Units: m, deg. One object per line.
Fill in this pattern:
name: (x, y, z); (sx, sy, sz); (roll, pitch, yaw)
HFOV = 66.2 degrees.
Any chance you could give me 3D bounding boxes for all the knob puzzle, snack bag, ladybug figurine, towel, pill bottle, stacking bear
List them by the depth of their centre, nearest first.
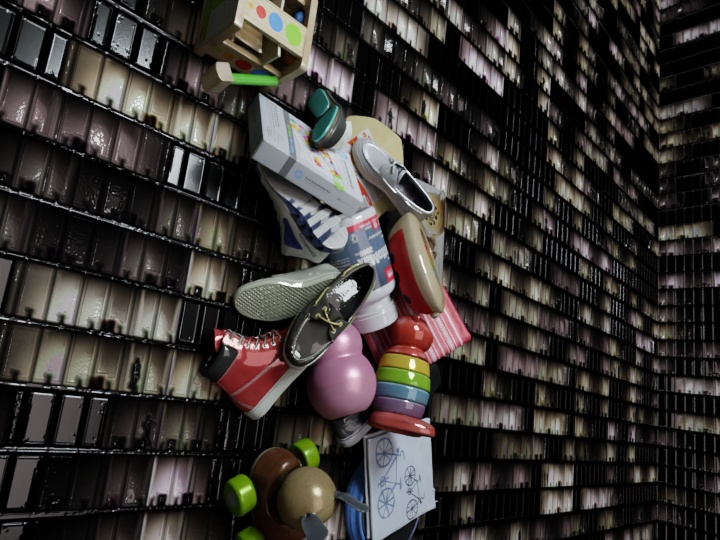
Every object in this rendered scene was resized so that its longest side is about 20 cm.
stacking bear: (0.081, 0.181, 0.986); (0.110, 0.122, 0.207); (14, 72, -9)
pill bottle: (0.000, 0.000, 1.000); (0.118, 0.117, 0.207); (-28, 104, -43)
ladybug figurine: (0.100, -0.006, 1.015); (0.136, 0.070, 0.206); (46, 27, -62)
snack bag: (0.078, 0.391, 1.066); (0.196, 0.021, 0.197); (-4, 90, -46)
towel: (0.105, 0.114, 1.074); (0.195, 0.023, 0.148); (-26, 77, -13)
knob puzzle: (0.014, -0.206, 1.087); (0.214, 0.030, 0.229); (2, 87, -39)

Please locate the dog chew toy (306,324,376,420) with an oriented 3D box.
dog chew toy: (-0.044, 0.145, 0.950); (0.122, 0.123, 0.207); (-1, 71, -45)

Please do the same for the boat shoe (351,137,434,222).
boat shoe: (0.064, -0.175, 1.047); (0.072, 0.068, 0.202); (-42, 100, -27)

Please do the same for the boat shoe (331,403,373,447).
boat shoe: (0.015, 0.237, 1.041); (0.199, 0.069, 0.068); (-40, 115, -32)

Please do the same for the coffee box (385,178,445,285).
coffee box: (0.114, -0.072, 1.155); (0.111, 0.078, 0.209); (14, 76, -43)

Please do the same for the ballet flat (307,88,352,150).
ballet flat: (-0.047, -0.253, 0.949); (0.068, 0.068, 0.203); (38, 24, -31)

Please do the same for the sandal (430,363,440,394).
sandal: (0.114, 0.250, 1.163); (0.198, 0.044, 0.078); (-18, 105, -60)

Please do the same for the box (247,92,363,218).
box: (-0.091, -0.187, 0.903); (0.197, 0.041, 0.159); (30, 29, -32)

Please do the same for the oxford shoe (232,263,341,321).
oxford shoe: (-0.116, 0.032, 0.912); (0.193, 0.058, 0.078); (-12, 125, -24)

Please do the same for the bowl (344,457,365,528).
bowl: (0.051, 0.451, 1.075); (0.196, 0.039, 0.210); (6, 82, -46)

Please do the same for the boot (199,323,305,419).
boot: (-0.148, 0.107, 0.854); (0.201, 0.072, 0.145); (-49, 118, -16)

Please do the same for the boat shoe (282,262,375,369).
boat shoe: (-0.046, 0.063, 0.853); (0.072, 0.060, 0.203); (42, 61, -8)

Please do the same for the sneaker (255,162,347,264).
sneaker: (-0.115, -0.086, 0.923); (0.080, 0.115, 0.201); (-31, 79, -43)

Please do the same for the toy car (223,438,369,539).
toy car: (-0.082, 0.360, 0.830); (0.161, 0.196, 0.164); (-17, 98, -44)

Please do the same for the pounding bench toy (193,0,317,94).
pounding bench toy: (-0.160, -0.343, 0.862); (0.153, 0.122, 0.208); (19, 73, -43)
